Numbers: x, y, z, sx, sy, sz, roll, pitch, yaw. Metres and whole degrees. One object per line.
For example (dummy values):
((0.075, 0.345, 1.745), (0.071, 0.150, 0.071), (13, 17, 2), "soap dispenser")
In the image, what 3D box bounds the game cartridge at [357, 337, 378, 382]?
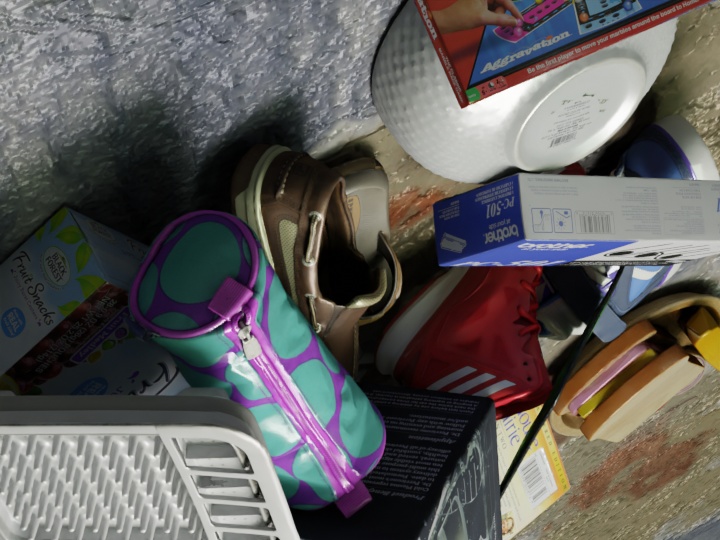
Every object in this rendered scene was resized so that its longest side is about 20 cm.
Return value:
((-0.085, 0.115, 1.365), (0.129, 0.038, 0.200), (3, 135, -43), "game cartridge")

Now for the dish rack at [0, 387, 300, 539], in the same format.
((-0.137, 0.115, 1.079), (0.199, 0.044, 0.172), (-1, 146, 9), "dish rack")

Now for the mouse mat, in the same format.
((0.129, 0.103, 1.351), (0.161, 0.008, 0.201), (-55, 171, -48), "mouse mat")

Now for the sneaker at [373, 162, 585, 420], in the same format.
((0.113, 0.025, 1.314), (0.200, 0.115, 0.078), (-50, 158, 3), "sneaker")

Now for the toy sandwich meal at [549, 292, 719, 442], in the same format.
((0.249, 0.096, 1.645), (0.204, 0.070, 0.206), (-25, 151, -15), "toy sandwich meal")

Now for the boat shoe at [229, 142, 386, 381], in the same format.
((-0.022, 0.014, 1.159), (0.075, 0.074, 0.203), (-61, 150, -35), "boat shoe")

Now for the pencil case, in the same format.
((-0.057, 0.057, 1.097), (0.085, 0.092, 0.200), (-39, 136, -5), "pencil case")

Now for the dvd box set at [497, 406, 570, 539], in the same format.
((0.068, 0.161, 1.470), (0.200, 0.029, 0.147), (-36, 117, -29), "dvd box set")

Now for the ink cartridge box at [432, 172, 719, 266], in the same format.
((0.154, -0.030, 1.229), (0.199, 0.045, 0.094), (0, 170, -33), "ink cartridge box")

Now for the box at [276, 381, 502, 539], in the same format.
((0.011, 0.208, 1.243), (0.197, 0.123, 0.201), (-50, 140, -56), "box")

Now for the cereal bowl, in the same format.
((0.111, -0.122, 1.147), (0.199, 0.083, 0.200), (-26, 151, -16), "cereal bowl")

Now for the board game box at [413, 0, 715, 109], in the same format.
((0.123, -0.174, 1.061), (0.199, 0.103, 0.019), (-24, 180, -18), "board game box")

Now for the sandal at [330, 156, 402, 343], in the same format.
((0.000, 0.000, 1.249), (0.081, 0.055, 0.200), (-25, 152, -16), "sandal")

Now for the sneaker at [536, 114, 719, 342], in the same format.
((0.171, -0.017, 1.375), (0.146, 0.081, 0.200), (-28, 157, -19), "sneaker")

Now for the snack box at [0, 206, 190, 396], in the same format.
((-0.185, 0.069, 1.149), (0.200, 0.068, 0.168), (-40, 149, 13), "snack box")
